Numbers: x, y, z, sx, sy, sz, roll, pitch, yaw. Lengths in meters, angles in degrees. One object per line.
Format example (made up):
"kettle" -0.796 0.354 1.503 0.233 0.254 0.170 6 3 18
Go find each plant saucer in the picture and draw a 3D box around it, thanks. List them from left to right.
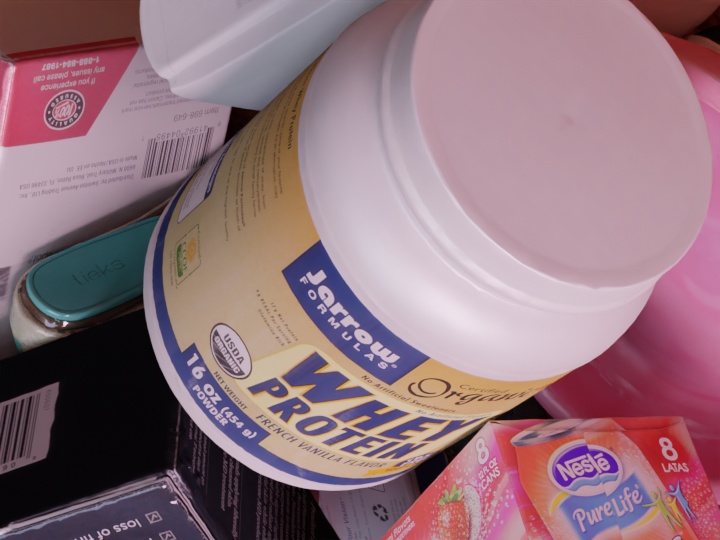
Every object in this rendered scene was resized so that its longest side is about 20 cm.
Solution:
"plant saucer" 0.124 -0.007 0.959 0.200 0.051 0.202 27 135 31

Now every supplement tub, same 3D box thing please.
"supplement tub" 0.021 -0.014 0.904 0.145 0.144 0.200 49 143 -3

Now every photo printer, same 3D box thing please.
"photo printer" 0.038 -0.111 0.975 0.166 0.199 0.070 -26 68 43

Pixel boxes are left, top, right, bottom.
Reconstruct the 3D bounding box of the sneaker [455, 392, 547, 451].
"sneaker" 0.000 0.000 1.069 0.075 0.115 0.201 -53 46 42

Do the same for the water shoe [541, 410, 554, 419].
"water shoe" 0.112 0.141 1.043 0.072 0.078 0.201 -51 44 43

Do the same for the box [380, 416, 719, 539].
"box" 0.055 0.148 0.961 0.200 0.094 0.103 -53 47 45

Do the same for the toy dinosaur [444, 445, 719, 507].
"toy dinosaur" 0.116 0.084 1.154 0.199 0.048 0.088 21 149 21

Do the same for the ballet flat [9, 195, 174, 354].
"ballet flat" -0.072 -0.004 1.146 0.068 0.199 0.063 53 152 34

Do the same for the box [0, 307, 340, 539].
"box" -0.123 0.145 1.098 0.199 0.124 0.197 -19 125 14

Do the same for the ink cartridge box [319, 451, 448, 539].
"ink cartridge box" -0.050 0.062 1.270 0.199 0.041 0.201 9 125 34

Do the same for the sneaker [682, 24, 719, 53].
"sneaker" 0.214 -0.046 0.959 0.199 0.088 0.074 33 156 24

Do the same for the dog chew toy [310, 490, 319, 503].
"dog chew toy" -0.081 0.150 1.249 0.124 0.124 0.201 37 128 10

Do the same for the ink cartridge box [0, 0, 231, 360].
"ink cartridge box" -0.146 -0.028 1.163 0.085 0.145 0.201 31 120 36
